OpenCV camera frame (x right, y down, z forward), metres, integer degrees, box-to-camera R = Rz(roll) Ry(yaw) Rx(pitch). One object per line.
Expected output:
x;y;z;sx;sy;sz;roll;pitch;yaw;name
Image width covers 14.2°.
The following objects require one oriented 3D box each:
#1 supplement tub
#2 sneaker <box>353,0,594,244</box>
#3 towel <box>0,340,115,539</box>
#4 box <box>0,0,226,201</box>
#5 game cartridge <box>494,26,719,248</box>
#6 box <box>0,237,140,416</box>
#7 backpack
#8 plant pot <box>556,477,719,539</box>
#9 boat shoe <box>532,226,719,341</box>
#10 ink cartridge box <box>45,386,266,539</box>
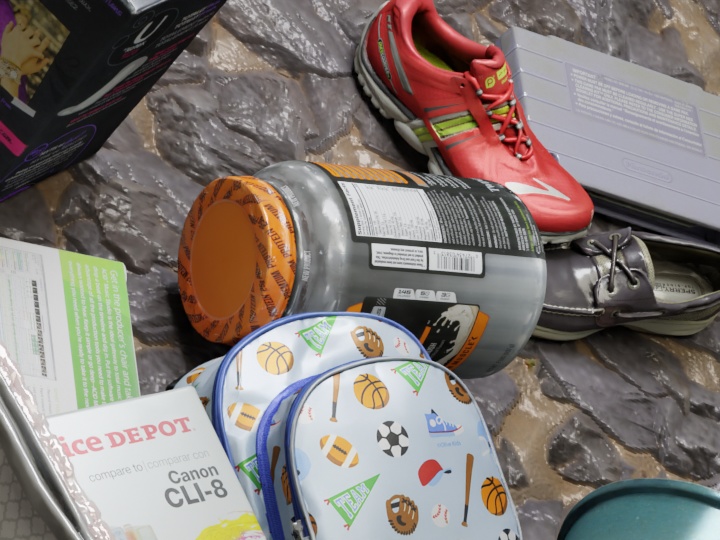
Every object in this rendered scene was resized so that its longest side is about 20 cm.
0.000;0.000;1.698;0.199;0.123;0.123;4;56;-36;supplement tub
0.076;-0.099;1.850;0.200;0.085;0.077;45;44;12;sneaker
-0.209;0.139;1.360;0.200;0.191;0.032;56;22;22;towel
-0.167;-0.142;1.614;0.106;0.200;0.122;51;42;6;box
0.184;-0.088;1.983;0.199;0.038;0.130;16;46;-29;game cartridge
-0.212;0.045;1.558;0.199;0.036;0.145;12;52;-30;box
-0.017;0.119;1.561;0.199;0.154;0.191;-8;68;-42;backpack
0.155;0.252;1.586;0.200;0.200;0.196;43;49;-3;plant pot
0.166;0.003;1.871;0.199;0.065;0.072;5;57;-36;boat shoe
-0.130;0.183;1.432;0.145;0.145;0.200;-10;65;-41;ink cartridge box
